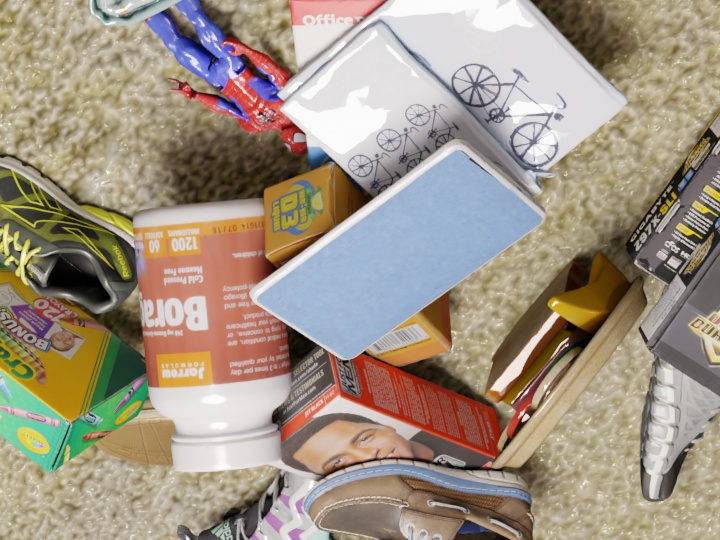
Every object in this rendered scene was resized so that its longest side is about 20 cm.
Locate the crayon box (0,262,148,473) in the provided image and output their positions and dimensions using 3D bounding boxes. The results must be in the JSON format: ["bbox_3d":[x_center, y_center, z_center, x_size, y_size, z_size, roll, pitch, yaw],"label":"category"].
[{"bbox_3d":[-0.279,0.064,1.638,0.200,0.119,0.058,35,123,15],"label":"crayon box"}]

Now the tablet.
[{"bbox_3d":[0.029,-0.013,1.506,0.200,0.014,0.130,-36,139,18],"label":"tablet"}]

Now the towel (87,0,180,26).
[{"bbox_3d":[-0.092,-0.256,1.424,0.199,0.171,0.048,-23,117,20],"label":"towel"}]

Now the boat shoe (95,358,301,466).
[{"bbox_3d":[-0.127,0.114,1.714,0.199,0.069,0.074,-6,140,6],"label":"boat shoe"}]

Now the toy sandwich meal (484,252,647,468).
[{"bbox_3d":[0.146,0.064,1.567,0.070,0.205,0.205,38,121,5],"label":"toy sandwich meal"}]

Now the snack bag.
[{"bbox_3d":[0.071,-0.122,1.489,0.200,0.021,0.189,-38,109,24],"label":"snack bag"}]

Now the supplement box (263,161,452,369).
[{"bbox_3d":[0.000,0.000,1.579,0.068,0.067,0.200,-17,143,20],"label":"supplement box"}]

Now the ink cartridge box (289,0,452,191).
[{"bbox_3d":[0.013,-0.162,1.524,0.116,0.067,0.201,-2,120,10],"label":"ink cartridge box"}]

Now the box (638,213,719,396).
[{"bbox_3d":[0.342,0.022,1.513,0.200,0.050,0.199,32,105,-11],"label":"box"}]

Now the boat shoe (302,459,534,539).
[{"bbox_3d":[0.053,0.200,1.643,0.199,0.073,0.072,2,141,-20],"label":"boat shoe"}]

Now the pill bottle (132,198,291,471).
[{"bbox_3d":[-0.111,0.049,1.560,0.112,0.112,0.201,-5,91,12],"label":"pill bottle"}]

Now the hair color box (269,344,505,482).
[{"bbox_3d":[0.016,0.133,1.656,0.199,0.061,0.101,24,129,-38],"label":"hair color box"}]

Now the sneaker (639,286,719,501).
[{"bbox_3d":[0.289,0.107,1.641,0.115,0.075,0.201,6,121,3],"label":"sneaker"}]

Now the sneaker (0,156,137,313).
[{"bbox_3d":[-0.264,-0.030,1.639,0.199,0.085,0.075,20,121,-3],"label":"sneaker"}]

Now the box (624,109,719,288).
[{"bbox_3d":[0.326,-0.023,1.546,0.199,0.049,0.160,32,102,-10],"label":"box"}]

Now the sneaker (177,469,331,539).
[{"bbox_3d":[-0.091,0.219,1.765,0.139,0.078,0.201,4,121,6],"label":"sneaker"}]

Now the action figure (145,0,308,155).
[{"bbox_3d":[-0.110,-0.159,1.561,0.200,0.052,0.065,42,115,-18],"label":"action figure"}]
